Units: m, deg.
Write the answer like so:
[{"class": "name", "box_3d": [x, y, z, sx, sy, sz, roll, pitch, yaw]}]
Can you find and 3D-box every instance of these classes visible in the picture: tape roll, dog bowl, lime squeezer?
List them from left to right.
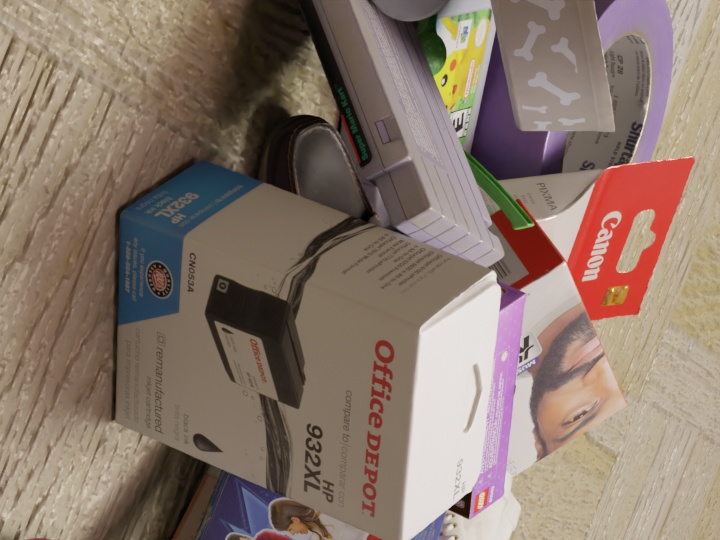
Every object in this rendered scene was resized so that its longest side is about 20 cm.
[{"class": "lime squeezer", "box_3d": [0.051, -0.117, 1.712, 0.038, 0.071, 0.200, -6, 83, -44]}, {"class": "dog bowl", "box_3d": [0.103, -0.173, 1.670, 0.200, 0.059, 0.200, -11, 90, -87]}, {"class": "tape roll", "box_3d": [0.133, -0.109, 1.933, 0.200, 0.085, 0.200, -43, 143, -45]}]

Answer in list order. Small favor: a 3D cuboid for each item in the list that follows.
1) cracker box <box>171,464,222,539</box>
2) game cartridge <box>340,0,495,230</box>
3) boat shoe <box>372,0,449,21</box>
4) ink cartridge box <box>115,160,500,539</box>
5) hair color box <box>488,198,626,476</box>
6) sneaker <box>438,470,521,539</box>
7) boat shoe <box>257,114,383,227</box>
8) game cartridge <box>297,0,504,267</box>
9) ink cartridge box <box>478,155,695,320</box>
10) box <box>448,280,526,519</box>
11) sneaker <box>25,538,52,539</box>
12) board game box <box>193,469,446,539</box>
[{"class": "cracker box", "box_3d": [-0.041, 0.133, 1.787, 0.200, 0.058, 0.134, -64, 154, -15]}, {"class": "game cartridge", "box_3d": [0.037, -0.121, 1.791, 0.133, 0.040, 0.200, -17, 123, -55]}, {"class": "boat shoe", "box_3d": [0.016, -0.247, 1.609, 0.086, 0.075, 0.202, -94, 172, -66]}, {"class": "ink cartridge box", "box_3d": [-0.033, 0.044, 1.570, 0.084, 0.200, 0.145, -35, 138, -48]}, {"class": "hair color box", "box_3d": [0.093, 0.051, 1.817, 0.111, 0.064, 0.200, -32, 148, -1]}, {"class": "sneaker", "box_3d": [0.055, 0.160, 1.776, 0.085, 0.073, 0.200, -68, 157, -13]}, {"class": "boat shoe", "box_3d": [0.000, 0.000, 1.691, 0.074, 0.073, 0.200, -31, 112, -36]}, {"class": "game cartridge", "box_3d": [0.016, -0.102, 1.622, 0.130, 0.038, 0.200, 23, 43, -61]}, {"class": "ink cartridge box", "box_3d": [0.121, 0.004, 1.866, 0.200, 0.050, 0.161, -6, 139, -20]}, {"class": "box", "box_3d": [-0.002, 0.044, 1.634, 0.039, 0.200, 0.137, -30, 134, -46]}, {"class": "sneaker", "box_3d": [-0.169, 0.246, 1.584, 0.088, 0.081, 0.200, 0, 109, -62]}, {"class": "board game box", "box_3d": [-0.040, 0.195, 1.646, 0.034, 0.135, 0.200, 120, -7, -52]}]
